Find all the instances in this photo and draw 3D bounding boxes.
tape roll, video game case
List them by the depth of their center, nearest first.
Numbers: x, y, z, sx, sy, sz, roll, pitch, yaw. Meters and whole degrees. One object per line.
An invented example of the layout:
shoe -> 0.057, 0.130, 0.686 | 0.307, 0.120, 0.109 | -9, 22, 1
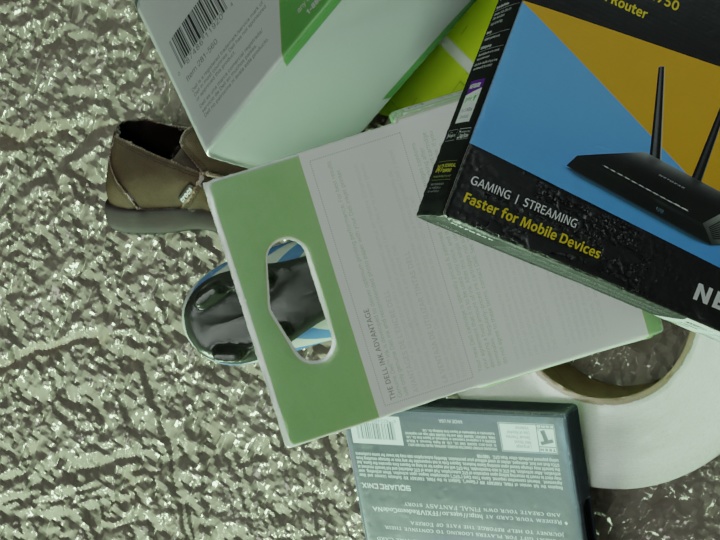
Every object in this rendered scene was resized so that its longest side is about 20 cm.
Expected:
tape roll -> 0.133, 0.015, 0.997 | 0.202, 0.037, 0.204 | 5, 100, 27
video game case -> 0.068, 0.167, 1.041 | 0.143, 0.019, 0.201 | 0, 109, 33

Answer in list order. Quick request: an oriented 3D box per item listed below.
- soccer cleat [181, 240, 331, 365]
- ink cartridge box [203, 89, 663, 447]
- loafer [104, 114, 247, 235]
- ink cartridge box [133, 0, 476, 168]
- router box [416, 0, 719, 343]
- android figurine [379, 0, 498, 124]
soccer cleat -> 0.000, 0.000, 1.009 | 0.199, 0.086, 0.070 | -12, 100, 7
ink cartridge box -> 0.037, -0.010, 0.936 | 0.199, 0.048, 0.146 | -17, 100, 1
loafer -> -0.071, -0.061, 1.052 | 0.199, 0.073, 0.071 | -2, 110, 31
ink cartridge box -> -0.047, -0.171, 0.985 | 0.146, 0.084, 0.200 | -47, 52, 27
router box -> 0.145, -0.058, 0.890 | 0.200, 0.051, 0.150 | 22, 86, -15
android figurine -> 0.053, -0.157, 0.991 | 0.182, 0.041, 0.200 | 46, 118, 23
